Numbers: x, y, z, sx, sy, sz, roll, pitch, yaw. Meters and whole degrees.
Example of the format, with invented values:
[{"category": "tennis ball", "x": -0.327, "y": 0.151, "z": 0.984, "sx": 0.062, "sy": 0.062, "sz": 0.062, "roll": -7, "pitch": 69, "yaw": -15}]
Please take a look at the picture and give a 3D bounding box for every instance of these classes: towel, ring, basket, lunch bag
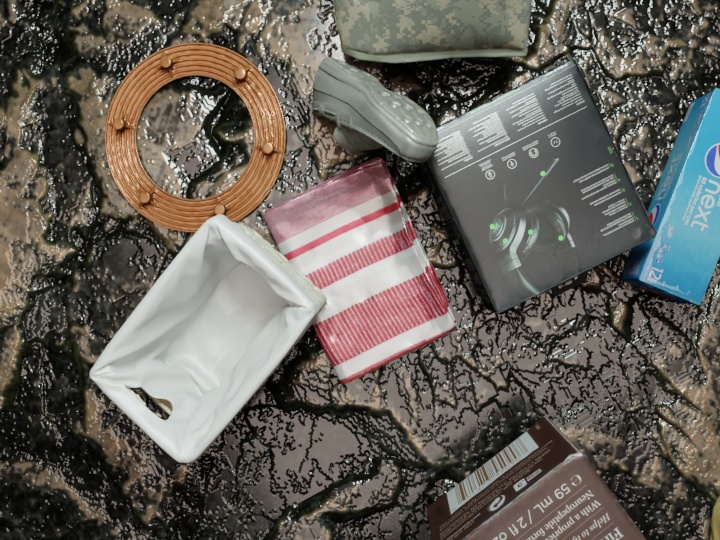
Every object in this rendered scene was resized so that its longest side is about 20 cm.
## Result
[{"category": "towel", "x": 0.000, "y": 0.000, "z": 0.826, "sx": 0.142, "sy": 0.023, "sz": 0.203, "roll": -25, "pitch": 89, "yaw": 3}, {"category": "ring", "x": -0.178, "y": -0.142, "z": 0.836, "sx": 0.196, "sy": 0.019, "sz": 0.204, "roll": 0, "pitch": 90, "yaw": 2}, {"category": "basket", "x": -0.140, "y": 0.062, "z": 0.774, "sx": 0.135, "sy": 0.123, "sz": 0.201, "roll": 41, "pitch": 97, "yaw": 3}, {"category": "lunch bag", "x": 0.062, "y": -0.293, "z": 0.742, "sx": 0.196, "sy": 0.165, "sz": 0.119, "roll": -1, "pitch": 48, "yaw": 7}]

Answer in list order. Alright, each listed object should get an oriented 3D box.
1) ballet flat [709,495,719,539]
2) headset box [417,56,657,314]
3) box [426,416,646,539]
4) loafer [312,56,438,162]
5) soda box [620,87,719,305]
[{"category": "ballet flat", "x": 0.377, "y": 0.325, "z": 0.787, "sx": 0.067, "sy": 0.063, "sz": 0.204, "roll": 1, "pitch": 90, "yaw": 3}, {"category": "headset box", "x": 0.170, "y": -0.073, "z": 0.782, "sx": 0.172, "sy": 0.093, "sz": 0.202, "roll": -26, "pitch": 89, "yaw": 2}, {"category": "box", "x": 0.185, "y": 0.279, "z": 0.745, "sx": 0.165, "sy": 0.164, "sz": 0.201, "roll": -38, "pitch": 88, "yaw": 2}, {"category": "loafer", "x": 0.009, "y": -0.144, "z": 0.760, "sx": 0.069, "sy": 0.200, "sz": 0.071, "roll": 8, "pitch": 115, "yaw": -32}, {"category": "soda box", "x": 0.337, "y": -0.071, "z": 0.789, "sx": 0.067, "sy": 0.064, "sz": 0.203, "roll": 22, "pitch": 91, "yaw": 2}]
